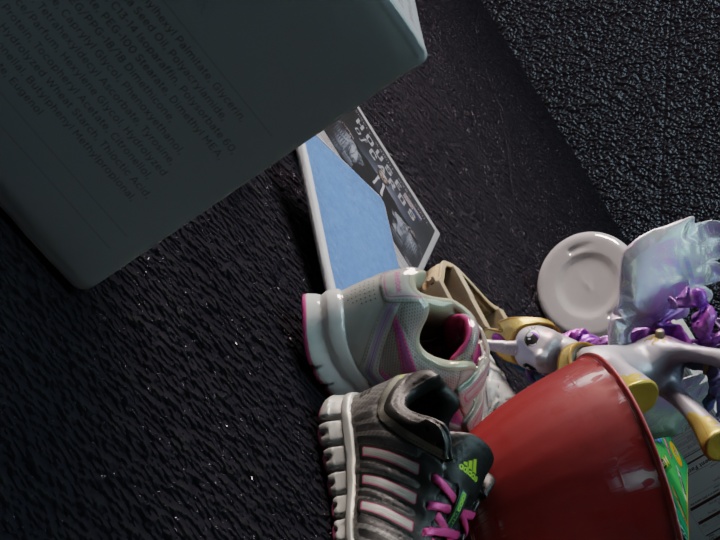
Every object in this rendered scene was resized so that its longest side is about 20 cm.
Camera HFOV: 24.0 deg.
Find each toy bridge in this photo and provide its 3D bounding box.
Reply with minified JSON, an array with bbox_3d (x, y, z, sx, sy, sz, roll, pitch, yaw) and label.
[{"bbox_3d":[0.084,0.027,1.438,0.068,0.027,0.200,62,14,17],"label":"toy bridge"}]

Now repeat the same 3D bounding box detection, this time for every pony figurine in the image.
[{"bbox_3d":[0.197,0.062,1.164,0.200,0.191,0.168,-148,-126,-62],"label":"pony figurine"}]

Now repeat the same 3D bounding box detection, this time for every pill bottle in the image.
[{"bbox_3d":[0.281,0.031,1.925,0.120,0.119,0.200,63,15,18],"label":"pill bottle"}]

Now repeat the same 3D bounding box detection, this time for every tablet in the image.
[{"bbox_3d":[0.000,0.000,1.187,0.130,0.014,0.201,41,30,-49],"label":"tablet"}]

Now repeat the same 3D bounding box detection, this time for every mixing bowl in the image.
[{"bbox_3d":[0.110,0.158,1.013,0.200,0.107,0.202,169,-90,-81],"label":"mixing bowl"}]

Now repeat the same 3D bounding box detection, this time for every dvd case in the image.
[{"bbox_3d":[0.008,-0.065,1.370,0.151,0.025,0.200,57,15,-7],"label":"dvd case"}]

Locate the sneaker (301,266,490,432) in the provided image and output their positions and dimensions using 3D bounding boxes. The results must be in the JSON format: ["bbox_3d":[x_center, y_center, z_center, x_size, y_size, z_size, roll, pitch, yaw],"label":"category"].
[{"bbox_3d":[0.048,0.072,1.065,0.200,0.088,0.082,47,27,-40],"label":"sneaker"}]

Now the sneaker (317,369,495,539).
[{"bbox_3d":[0.035,0.129,0.924,0.074,0.087,0.201,47,18,-39],"label":"sneaker"}]

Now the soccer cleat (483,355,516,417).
[{"bbox_3d":[0.092,0.117,1.187,0.085,0.068,0.201,51,10,-48],"label":"soccer cleat"}]

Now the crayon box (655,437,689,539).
[{"bbox_3d":[0.181,0.177,1.269,0.059,0.118,0.200,57,13,-2],"label":"crayon box"}]

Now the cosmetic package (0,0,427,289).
[{"bbox_3d":[-0.097,-0.135,0.786,0.165,0.199,0.165,51,16,-25],"label":"cosmetic package"}]

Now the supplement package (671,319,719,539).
[{"bbox_3d":[0.283,0.169,1.581,0.201,0.146,0.191,59,14,3],"label":"supplement package"}]
